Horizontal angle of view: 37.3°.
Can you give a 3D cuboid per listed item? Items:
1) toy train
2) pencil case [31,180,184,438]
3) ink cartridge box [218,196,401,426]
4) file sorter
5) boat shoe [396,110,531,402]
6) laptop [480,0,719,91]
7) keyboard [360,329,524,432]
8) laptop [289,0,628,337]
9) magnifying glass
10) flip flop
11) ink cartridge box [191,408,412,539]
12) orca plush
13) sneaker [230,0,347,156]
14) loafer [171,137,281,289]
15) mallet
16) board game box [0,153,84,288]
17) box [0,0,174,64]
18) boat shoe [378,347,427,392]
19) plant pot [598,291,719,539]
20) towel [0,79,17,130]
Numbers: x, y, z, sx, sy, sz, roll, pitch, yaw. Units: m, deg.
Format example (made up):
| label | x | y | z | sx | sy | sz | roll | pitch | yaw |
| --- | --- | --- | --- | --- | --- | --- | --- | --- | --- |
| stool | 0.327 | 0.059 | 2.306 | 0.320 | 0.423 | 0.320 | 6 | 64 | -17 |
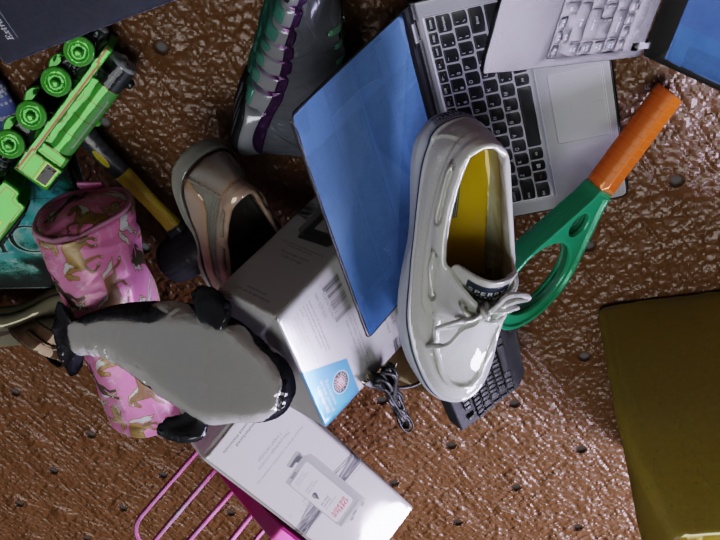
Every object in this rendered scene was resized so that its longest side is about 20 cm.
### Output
| label | x | y | z | sx | sy | sz | roll | pitch | yaw |
| --- | --- | --- | --- | --- | --- | --- | --- | --- | --- |
| toy train | -0.234 | -0.095 | 0.781 | 0.056 | 0.042 | 0.200 | 36 | 111 | -22 |
| pencil case | -0.187 | 0.032 | 0.833 | 0.082 | 0.086 | 0.202 | -28 | 124 | -21 |
| ink cartridge box | 0.000 | 0.000 | 0.796 | 0.066 | 0.200 | 0.117 | 21 | 145 | 39 |
| file sorter | -0.109 | 0.274 | 0.994 | 0.126 | 0.199 | 0.139 | -49 | 122 | -7 |
| boat shoe | 0.074 | 0.007 | 0.685 | 0.073 | 0.086 | 0.205 | -7 | 115 | -20 |
| laptop | 0.193 | -0.172 | 0.619 | 0.197 | 0.104 | 0.179 | -10 | 137 | -23 |
| keyboard | 0.068 | 0.077 | 0.822 | 0.126 | 0.021 | 0.201 | -32 | 146 | -4 |
| laptop | 0.078 | -0.076 | 0.712 | 0.197 | 0.117 | 0.189 | -10 | 129 | 12 |
| magnifying glass | 0.154 | -0.042 | 0.749 | 0.201 | 0.022 | 0.079 | -54 | 146 | 15 |
| flip flop | -0.274 | 0.057 | 0.921 | 0.197 | 0.058 | 0.081 | -10 | 158 | 6 |
| ink cartridge box | -0.068 | 0.162 | 0.943 | 0.083 | 0.146 | 0.200 | -49 | 119 | -7 |
| orca plush | -0.124 | 0.067 | 0.762 | 0.197 | 0.107 | 0.071 | -5 | 175 | 25 |
| sneaker | -0.027 | -0.150 | 0.717 | 0.086 | 0.075 | 0.201 | 11 | 145 | -14 |
| loafer | -0.085 | -0.014 | 0.810 | 0.063 | 0.072 | 0.201 | 39 | 163 | 32 |
| mallet | -0.173 | -0.075 | 0.827 | 0.065 | 0.041 | 0.201 | -20 | 122 | 27 |
| board game box | -0.314 | -0.038 | 0.872 | 0.196 | 0.028 | 0.136 | -1 | 136 | 5 |
| box | -0.161 | -0.235 | 0.629 | 0.197 | 0.105 | 0.149 | -12 | 129 | 21 |
| boat shoe | 0.025 | 0.057 | 0.898 | 0.196 | 0.063 | 0.074 | 0 | 119 | 0 |
| plant pot | 0.298 | 0.155 | 0.840 | 0.192 | 0.202 | 0.196 | -7 | 131 | 17 |
| towel | -0.343 | -0.154 | 0.797 | 0.142 | 0.024 | 0.202 | -10 | 132 | 16 |
